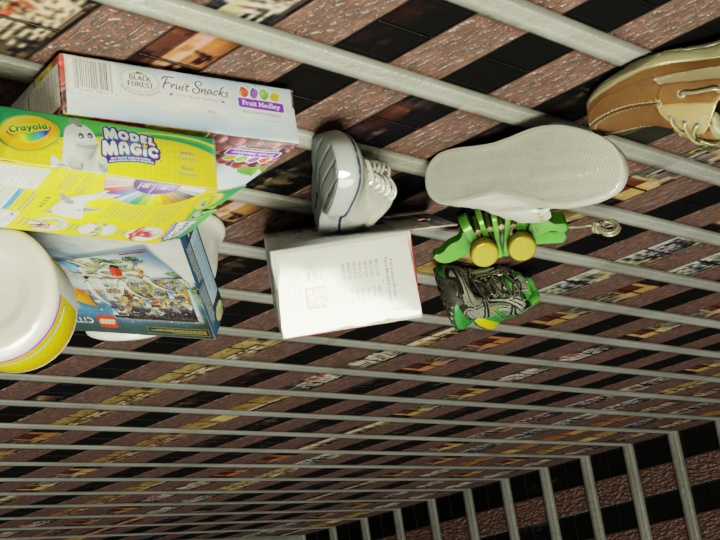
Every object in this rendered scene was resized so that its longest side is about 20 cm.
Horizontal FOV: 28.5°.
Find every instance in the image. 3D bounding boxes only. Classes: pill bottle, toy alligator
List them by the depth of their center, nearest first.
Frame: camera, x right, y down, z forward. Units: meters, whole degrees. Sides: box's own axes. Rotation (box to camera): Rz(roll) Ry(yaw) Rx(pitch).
[{"bbox_3d":[-0.283,0.028,1.138,0.103,0.105,0.200,-7,173,-6],"label":"pill bottle"},{"bbox_3d":[0.170,-0.049,1.466,0.198,0.060,0.055,-10,123,3],"label":"toy alligator"}]

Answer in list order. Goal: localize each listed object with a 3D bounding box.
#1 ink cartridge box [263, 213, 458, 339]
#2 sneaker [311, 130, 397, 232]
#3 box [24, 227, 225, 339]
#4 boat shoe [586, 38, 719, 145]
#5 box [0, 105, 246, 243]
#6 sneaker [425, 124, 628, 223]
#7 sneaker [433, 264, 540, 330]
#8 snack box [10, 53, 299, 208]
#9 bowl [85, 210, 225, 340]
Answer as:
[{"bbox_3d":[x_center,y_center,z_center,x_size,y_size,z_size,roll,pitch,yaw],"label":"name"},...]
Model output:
[{"bbox_3d":[0.000,0.000,1.357,0.174,0.085,0.200,-9,-174,-4],"label":"ink cartridge box"},{"bbox_3d":[-0.005,-0.080,1.244,0.070,0.074,0.200,-10,173,-6],"label":"sneaker"},{"bbox_3d":[-0.231,-0.001,1.249,0.198,0.038,0.137,3,141,13],"label":"box"},{"bbox_3d":[0.281,-0.143,1.165,0.199,0.075,0.075,-17,162,32],"label":"boat shoe"},{"bbox_3d":[-0.194,-0.065,1.036,0.198,0.049,0.117,8,156,-32],"label":"box"},{"bbox_3d":[0.171,-0.085,1.289,0.199,0.074,0.115,1,175,38],"label":"sneaker"},{"bbox_3d":[0.148,0.020,1.663,0.085,0.079,0.200,-24,168,24],"label":"sneaker"},{"bbox_3d":[-0.168,-0.102,1.095,0.199,0.054,0.142,4,160,-35],"label":"snack box"},{"bbox_3d":[-0.225,0.012,1.381,0.199,0.091,0.201,-8,163,-2],"label":"bowl"}]
